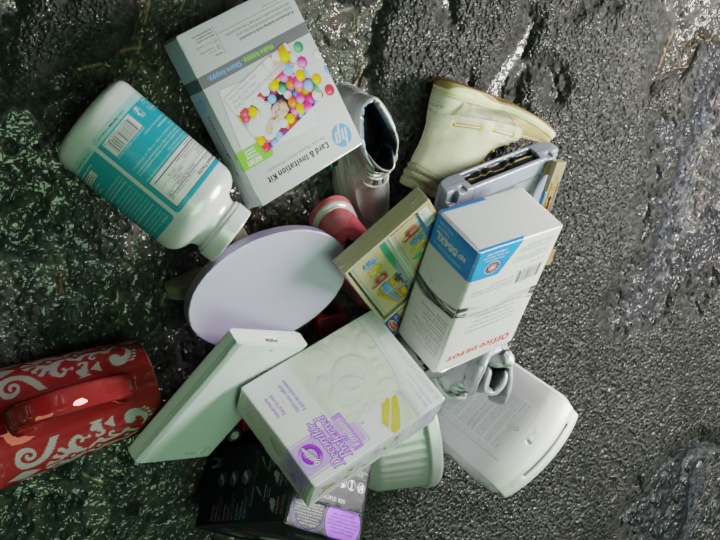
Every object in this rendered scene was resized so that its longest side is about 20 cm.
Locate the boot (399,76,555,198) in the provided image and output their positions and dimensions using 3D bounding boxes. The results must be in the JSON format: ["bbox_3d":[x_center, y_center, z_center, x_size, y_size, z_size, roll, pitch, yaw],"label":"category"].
[{"bbox_3d":[0.154,-0.153,1.363,0.198,0.072,0.156,14,102,-32],"label":"boot"}]

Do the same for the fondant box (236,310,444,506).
[{"bbox_3d":[-0.022,0.156,1.208,0.199,0.145,0.058,-30,158,-28],"label":"fondant box"}]

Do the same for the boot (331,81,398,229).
[{"bbox_3d":[0.009,-0.127,1.273,0.073,0.095,0.202,-27,120,-18],"label":"boot"}]

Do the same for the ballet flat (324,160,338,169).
[{"bbox_3d":[-0.090,-0.197,1.220,0.199,0.068,0.073,32,72,-30],"label":"ballet flat"}]

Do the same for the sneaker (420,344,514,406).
[{"bbox_3d":[0.135,0.154,1.420,0.075,0.115,0.201,22,114,-33],"label":"sneaker"}]

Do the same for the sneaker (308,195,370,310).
[{"bbox_3d":[0.000,0.000,1.307,0.073,0.087,0.201,-34,132,1],"label":"sneaker"}]

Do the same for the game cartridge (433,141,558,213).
[{"bbox_3d":[0.167,-0.086,1.353,0.199,0.040,0.134,-22,140,-31],"label":"game cartridge"}]

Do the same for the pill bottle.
[{"bbox_3d":[-0.215,-0.099,1.111,0.200,0.111,0.111,41,86,-11],"label":"pill bottle"}]

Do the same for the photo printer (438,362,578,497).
[{"bbox_3d":[0.197,0.214,1.446,0.166,0.200,0.070,-46,123,-8],"label":"photo printer"}]

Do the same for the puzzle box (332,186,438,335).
[{"bbox_3d":[0.053,-0.005,1.263,0.133,0.025,0.200,-41,149,-1],"label":"puzzle box"}]

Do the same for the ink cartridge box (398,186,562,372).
[{"bbox_3d":[0.144,0.013,1.280,0.145,0.084,0.201,-18,141,-36],"label":"ink cartridge box"}]

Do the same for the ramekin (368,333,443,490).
[{"bbox_3d":[0.031,0.193,1.353,0.093,0.202,0.204,-14,115,-12],"label":"ramekin"}]

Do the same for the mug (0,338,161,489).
[{"bbox_3d":[-0.324,0.161,1.150,0.198,0.177,0.135,-15,112,-29],"label":"mug"}]

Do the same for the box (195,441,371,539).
[{"bbox_3d":[-0.097,0.279,1.291,0.122,0.199,0.107,26,62,-34],"label":"box"}]

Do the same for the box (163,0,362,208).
[{"bbox_3d":[-0.104,-0.193,1.148,0.155,0.041,0.202,-34,107,-29],"label":"box"}]

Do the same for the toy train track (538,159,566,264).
[{"bbox_3d":[0.225,-0.056,1.383,0.114,0.032,0.202,-9,124,-44],"label":"toy train track"}]

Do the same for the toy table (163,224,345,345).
[{"bbox_3d":[-0.128,0.004,1.233,0.198,0.117,0.186,-13,115,-24],"label":"toy table"}]

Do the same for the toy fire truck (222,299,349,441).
[{"bbox_3d":[-0.109,0.123,1.309,0.198,0.049,0.142,-20,130,-22],"label":"toy fire truck"}]

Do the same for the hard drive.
[{"bbox_3d":[-0.164,0.145,1.199,0.200,0.026,0.131,-49,153,20],"label":"hard drive"}]
